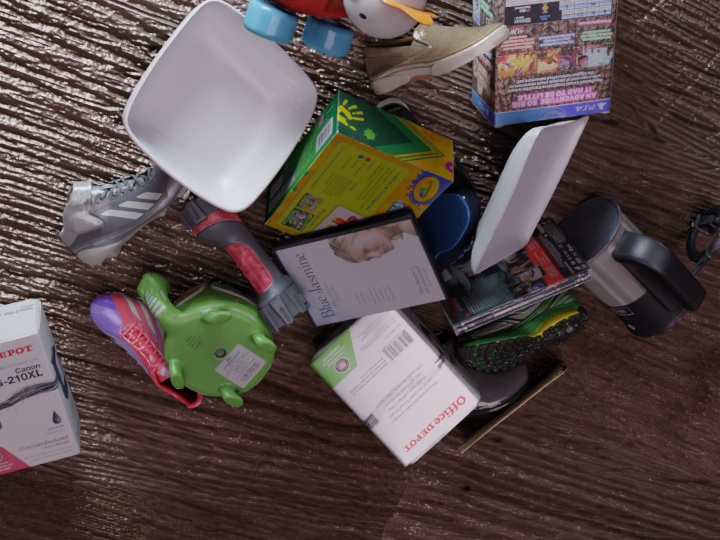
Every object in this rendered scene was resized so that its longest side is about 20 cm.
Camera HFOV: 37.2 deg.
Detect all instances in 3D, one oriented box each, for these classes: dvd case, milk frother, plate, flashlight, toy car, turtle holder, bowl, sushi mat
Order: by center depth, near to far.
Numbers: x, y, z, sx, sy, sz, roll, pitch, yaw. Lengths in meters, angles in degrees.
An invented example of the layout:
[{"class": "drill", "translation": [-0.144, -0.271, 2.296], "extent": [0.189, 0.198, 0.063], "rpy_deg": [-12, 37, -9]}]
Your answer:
[{"class": "toy car", "translation": [-0.002, -0.317, 1.181], "extent": [0.175, 0.199, 0.187], "rpy_deg": [2, 116, -46]}, {"class": "bowl", "translation": [-0.172, -0.193, 1.273], "extent": [0.199, 0.074, 0.202], "rpy_deg": [38, 81, -29]}, {"class": "flashlight", "translation": [-0.150, -0.013, 1.360], "extent": [0.067, 0.068, 0.201], "rpy_deg": [-33, 95, 15]}, {"class": "plate", "translation": [0.209, -0.105, 1.363], "extent": [0.032, 0.199, 0.202], "rpy_deg": [31, 115, 19]}, {"class": "dvd case", "translation": [0.000, 0.000, 1.382], "extent": [0.197, 0.018, 0.144], "rpy_deg": [-12, 127, 21]}, {"class": "turtle holder", "translation": [-0.205, 0.082, 1.401], "extent": [0.182, 0.132, 0.143], "rpy_deg": [6, 117, -17]}, {"class": "dvd case", "translation": [0.197, 0.005, 1.458], "extent": [0.197, 0.147, 0.022], "rpy_deg": [-22, 124, -3]}, {"class": "milk frother", "translation": [0.405, -0.042, 1.511], "extent": [0.187, 0.179, 0.202], "rpy_deg": [38, 60, -29]}, {"class": "sushi mat", "translation": [0.230, 0.205, 1.613], "extent": [0.199, 0.096, 0.012], "rpy_deg": [-40, 81, 8]}]

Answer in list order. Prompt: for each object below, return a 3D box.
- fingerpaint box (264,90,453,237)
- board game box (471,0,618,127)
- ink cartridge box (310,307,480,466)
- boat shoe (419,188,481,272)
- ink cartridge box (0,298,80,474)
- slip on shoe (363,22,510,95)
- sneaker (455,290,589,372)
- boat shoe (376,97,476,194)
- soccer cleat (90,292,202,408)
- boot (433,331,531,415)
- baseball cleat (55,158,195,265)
[{"class": "fingerpaint box", "translation": [-0.004, -0.111, 1.340], "extent": [0.165, 0.074, 0.200], "rpy_deg": [19, 141, -22]}, {"class": "board game box", "translation": [0.226, -0.298, 1.332], "extent": [0.156, 0.097, 0.203], "rpy_deg": [-8, 119, -10]}, {"class": "ink cartridge box", "translation": [0.050, 0.145, 1.491], "extent": [0.145, 0.084, 0.200], "rpy_deg": [-42, 96, 10]}, {"class": "boat shoe", "translation": [0.119, -0.058, 1.417], "extent": [0.068, 0.200, 0.085], "rpy_deg": [-18, 78, -22]}, {"class": "ink cartridge box", "translation": [-0.462, 0.156, 1.400], "extent": [0.142, 0.085, 0.203], "rpy_deg": [-14, 120, -8]}, {"class": "slip on shoe", "translation": [0.086, -0.268, 1.287], "extent": [0.076, 0.198, 0.061], "rpy_deg": [-36, 108, -45]}, {"class": "sneaker", "translation": [0.225, 0.081, 1.544], "extent": [0.197, 0.086, 0.079], "rpy_deg": [-20, 144, -13]}, {"class": "boat shoe", "translation": [0.088, -0.137, 1.401], "extent": [0.072, 0.068, 0.200], "rpy_deg": [-42, 123, 7]}, {"class": "soccer cleat", "translation": [-0.279, 0.106, 1.426], "extent": [0.066, 0.077, 0.200], "rpy_deg": [-38, 120, 8]}, {"class": "boot", "translation": [0.150, 0.146, 1.570], "extent": [0.197, 0.070, 0.133], "rpy_deg": [-23, 115, -8]}, {"class": "baseball cleat", "translation": [-0.295, -0.091, 1.322], "extent": [0.200, 0.070, 0.106], "rpy_deg": [-43, 120, 9]}]
